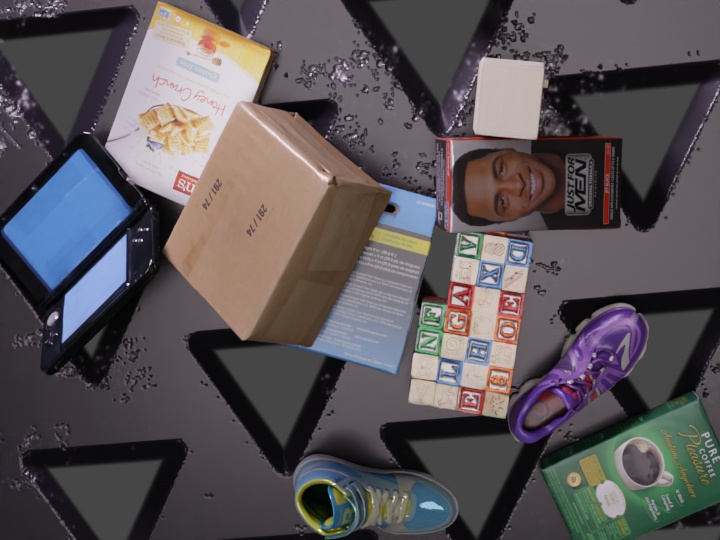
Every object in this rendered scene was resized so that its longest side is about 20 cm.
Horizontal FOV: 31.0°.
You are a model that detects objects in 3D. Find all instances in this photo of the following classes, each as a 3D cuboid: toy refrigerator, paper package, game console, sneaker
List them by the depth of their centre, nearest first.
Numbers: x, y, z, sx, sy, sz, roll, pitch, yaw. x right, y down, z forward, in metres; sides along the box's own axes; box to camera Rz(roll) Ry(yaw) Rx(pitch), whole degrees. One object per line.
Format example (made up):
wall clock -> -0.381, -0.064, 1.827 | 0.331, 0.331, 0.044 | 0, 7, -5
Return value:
toy refrigerator -> 0.156, -0.180, 1.360 | 0.069, 0.200, 0.077 | 6, 98, 4
paper package -> -0.092, -0.050, 1.387 | 0.190, 0.103, 0.202 | 43, 113, 38
game console -> -0.327, -0.019, 1.450 | 0.116, 0.177, 0.200 | 35, 115, -30
sneaker -> 0.248, 0.125, 1.453 | 0.081, 0.083, 0.200 | 42, 98, -2
sneaker -> 0.014, 0.270, 1.468 | 0.196, 0.131, 0.081 | 9, 97, 3

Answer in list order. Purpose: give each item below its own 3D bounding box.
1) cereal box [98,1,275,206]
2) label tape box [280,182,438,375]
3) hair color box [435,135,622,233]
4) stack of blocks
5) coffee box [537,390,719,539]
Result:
cereal box -> -0.197, -0.182, 1.470 | 0.142, 0.040, 0.203 | 22, 99, 2
label tape box -> 0.000, 0.000, 1.466 | 0.142, 0.063, 0.203 | 15, 95, 2
hair color box -> 0.183, -0.095, 1.413 | 0.196, 0.061, 0.103 | -3, 98, -12
stack of blocks -> 0.123, 0.055, 1.466 | 0.113, 0.059, 0.204 | 9, 98, 4
coffee box -> 0.317, 0.234, 1.482 | 0.198, 0.044, 0.124 | -27, 95, 8
